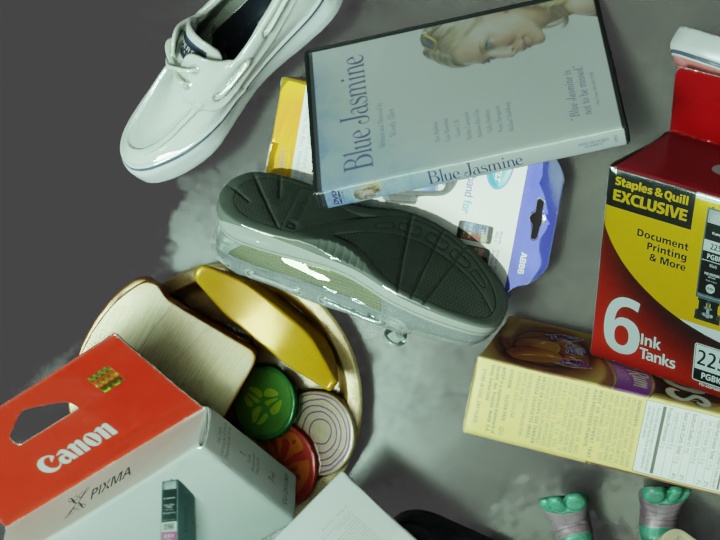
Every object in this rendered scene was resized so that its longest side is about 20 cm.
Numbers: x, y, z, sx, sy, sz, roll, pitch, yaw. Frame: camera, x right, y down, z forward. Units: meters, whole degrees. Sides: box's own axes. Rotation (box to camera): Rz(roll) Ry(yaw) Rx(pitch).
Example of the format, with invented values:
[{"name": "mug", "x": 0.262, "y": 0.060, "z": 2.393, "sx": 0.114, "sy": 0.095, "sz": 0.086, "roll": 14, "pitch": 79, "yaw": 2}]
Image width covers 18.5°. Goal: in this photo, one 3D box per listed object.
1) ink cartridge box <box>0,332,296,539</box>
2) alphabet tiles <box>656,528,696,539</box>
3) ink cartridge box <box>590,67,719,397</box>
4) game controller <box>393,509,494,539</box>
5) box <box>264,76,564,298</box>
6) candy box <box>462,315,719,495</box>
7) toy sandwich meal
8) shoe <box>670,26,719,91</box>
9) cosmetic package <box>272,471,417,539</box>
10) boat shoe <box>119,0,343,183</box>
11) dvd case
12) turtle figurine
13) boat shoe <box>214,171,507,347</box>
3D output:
[{"name": "ink cartridge box", "x": -0.171, "y": 0.146, "z": 1.462, "sx": 0.199, "sy": 0.044, "sz": 0.173, "roll": -31, "pitch": 124, "yaw": 28}, {"name": "alphabet tiles", "x": 0.252, "y": 0.255, "z": 1.394, "sx": 0.199, "sy": 0.015, "sz": 0.196, "roll": 34, "pitch": 66, "yaw": -8}, {"name": "ink cartridge box", "x": 0.251, "y": -0.012, "z": 1.344, "sx": 0.199, "sy": 0.084, "sz": 0.177, "roll": 18, "pitch": 118, "yaw": 30}, {"name": "game controller", "x": 0.035, "y": 0.266, "z": 1.501, "sx": 0.104, "sy": 0.042, "sz": 0.201, "roll": 24, "pitch": 100, "yaw": 25}, {"name": "box", "x": 0.035, "y": -0.053, "z": 1.468, "sx": 0.198, "sy": 0.041, "sz": 0.120, "roll": 12, "pitch": 97, "yaw": 9}, {"name": "candy box", "x": 0.175, "y": 0.086, "z": 1.406, "sx": 0.198, "sy": 0.117, "sz": 0.057, "roll": 14, "pitch": 105, "yaw": 11}, {"name": "toy sandwich meal", "x": -0.097, "y": 0.085, "z": 1.493, "sx": 0.203, "sy": 0.070, "sz": 0.207, "roll": 1, "pitch": 95, "yaw": 13}, {"name": "shoe", "x": 0.273, "y": -0.075, "z": 1.393, "sx": 0.199, "sy": 0.071, "sz": 0.092, "roll": 27, "pitch": 97, "yaw": 6}, {"name": "cosmetic package", "x": -0.026, "y": 0.254, "z": 1.423, "sx": 0.151, "sy": 0.052, "sz": 0.200, "roll": 41, "pitch": 73, "yaw": 17}, {"name": "boat shoe", "x": -0.099, "y": -0.144, "z": 1.465, "sx": 0.200, "sy": 0.065, "sz": 0.074, "roll": -48, "pitch": 55, "yaw": 11}, {"name": "dvd case", "x": 0.064, "y": -0.112, "z": 1.404, "sx": 0.198, "sy": 0.143, "sz": 0.018, "roll": -12, "pitch": 135, "yaw": 6}, {"name": "turtle figurine", "x": 0.174, "y": 0.243, "z": 1.427, "sx": 0.148, "sy": 0.101, "sz": 0.202, "roll": -2, "pitch": 80, "yaw": -21}, {"name": "boat shoe", "x": -0.001, "y": 0.001, "z": 1.431, "sx": 0.200, "sy": 0.075, "sz": 0.065, "roll": 20, "pitch": 136, "yaw": 8}]
